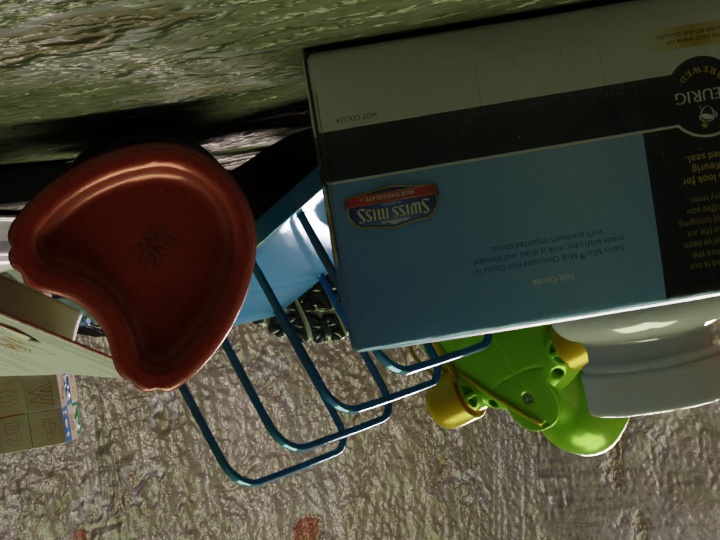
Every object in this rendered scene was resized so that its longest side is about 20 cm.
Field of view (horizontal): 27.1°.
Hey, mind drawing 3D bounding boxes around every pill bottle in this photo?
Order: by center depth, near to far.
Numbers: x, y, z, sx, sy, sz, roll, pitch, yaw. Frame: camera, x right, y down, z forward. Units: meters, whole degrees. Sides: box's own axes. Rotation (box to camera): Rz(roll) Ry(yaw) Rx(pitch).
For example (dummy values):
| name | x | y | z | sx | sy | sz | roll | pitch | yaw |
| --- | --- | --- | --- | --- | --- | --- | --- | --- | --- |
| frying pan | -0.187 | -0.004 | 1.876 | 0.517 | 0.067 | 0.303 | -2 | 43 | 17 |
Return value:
| name | x | y | z | sx | sy | sz | roll | pitch | yaw |
| --- | --- | --- | --- | --- | --- | --- | --- | --- | --- |
| pill bottle | 0.156 | -0.022 | 0.864 | 0.110 | 0.203 | 0.112 | -9 | 180 | 0 |

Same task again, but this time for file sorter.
| name | x | y | z | sx | sy | sz | roll | pitch | yaw |
| --- | --- | --- | --- | --- | --- | --- | --- | --- | --- |
| file sorter | -0.008 | 0.026 | 0.905 | 0.199 | 0.124 | 0.138 | -38 | 165 | 32 |

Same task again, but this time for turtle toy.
| name | x | y | z | sx | sy | sz | roll | pitch | yaw |
| --- | --- | --- | --- | --- | --- | --- | --- | --- | --- |
| turtle toy | 0.108 | 0.039 | 0.989 | 0.145 | 0.201 | 0.101 | -28 | -175 | 34 |

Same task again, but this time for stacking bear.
| name | x | y | z | sx | sy | sz | roll | pitch | yaw |
| --- | --- | --- | --- | --- | --- | --- | --- | --- | --- |
| stacking bear | -0.126 | -0.026 | 0.846 | 0.114 | 0.122 | 0.200 | -45 | -164 | -3 |

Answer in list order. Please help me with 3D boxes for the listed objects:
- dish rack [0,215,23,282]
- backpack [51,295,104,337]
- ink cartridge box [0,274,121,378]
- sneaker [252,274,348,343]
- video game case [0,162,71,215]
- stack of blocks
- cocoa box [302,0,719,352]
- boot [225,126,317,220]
| name | x | y | z | sx | sy | sz | roll | pitch | yaw |
| --- | --- | --- | --- | --- | --- | --- | --- | --- | --- |
| dish rack | -0.294 | -0.005 | 0.982 | 0.169 | 0.044 | 0.200 | -8 | 179 | 12 |
| backpack | -0.174 | -0.013 | 1.206 | 0.161 | 0.156 | 0.200 | -3 | -155 | 28 |
| ink cartridge box | -0.229 | 0.011 | 0.805 | 0.175 | 0.045 | 0.199 | -2 | 159 | 39 |
| sneaker | 0.000 | 0.000 | 1.075 | 0.197 | 0.079 | 0.086 | -3 | -162 | -8 |
| video game case | -0.306 | -0.037 | 0.955 | 0.199 | 0.026 | 0.180 | -10 | -179 | -44 |
| stack of blocks | -0.281 | 0.045 | 1.257 | 0.058 | 0.203 | 0.115 | -9 | 180 | -2 |
| cocoa box | 0.081 | -0.043 | 0.693 | 0.197 | 0.133 | 0.133 | -9 | -179 | 0 |
| boot | -0.088 | -0.053 | 1.029 | 0.199 | 0.074 | 0.155 | -31 | -157 | -8 |
